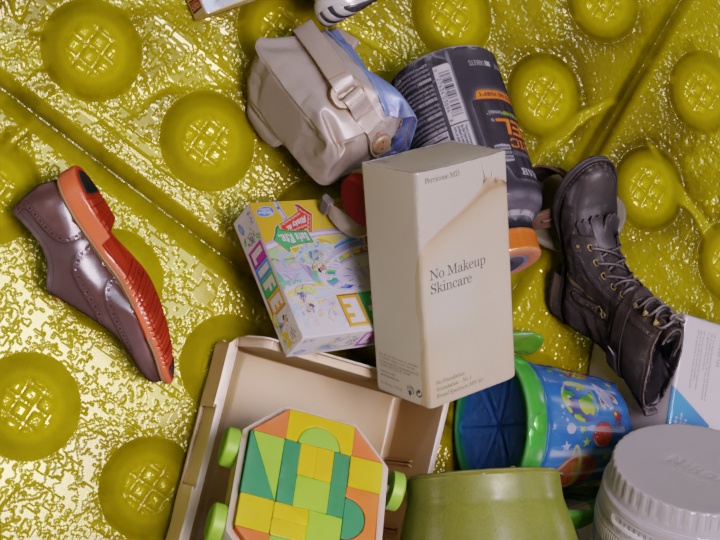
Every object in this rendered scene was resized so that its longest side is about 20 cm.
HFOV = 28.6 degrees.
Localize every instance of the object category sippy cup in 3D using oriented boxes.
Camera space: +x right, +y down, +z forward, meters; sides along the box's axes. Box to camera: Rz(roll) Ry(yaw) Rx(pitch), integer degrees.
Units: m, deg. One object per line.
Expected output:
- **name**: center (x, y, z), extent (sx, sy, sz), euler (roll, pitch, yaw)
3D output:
- **sippy cup**: center (0.175, 0.146, 1.317), extent (0.130, 0.139, 0.179), euler (5, 86, -26)

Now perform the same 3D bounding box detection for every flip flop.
- **flip flop**: center (0.174, -0.074, 1.373), extent (0.199, 0.058, 0.081), euler (23, 73, -19)

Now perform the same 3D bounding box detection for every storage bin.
- **storage bin**: center (-0.047, 0.176, 1.235), extent (0.198, 0.094, 0.201), euler (18, 80, -23)

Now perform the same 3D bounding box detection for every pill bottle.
- **pill bottle**: center (0.101, -0.093, 1.283), extent (0.106, 0.106, 0.201), euler (-8, 70, -25)

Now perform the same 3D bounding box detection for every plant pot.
- **plant pot**: center (0.107, 0.262, 1.169), extent (0.199, 0.200, 0.194), euler (1, 78, -25)

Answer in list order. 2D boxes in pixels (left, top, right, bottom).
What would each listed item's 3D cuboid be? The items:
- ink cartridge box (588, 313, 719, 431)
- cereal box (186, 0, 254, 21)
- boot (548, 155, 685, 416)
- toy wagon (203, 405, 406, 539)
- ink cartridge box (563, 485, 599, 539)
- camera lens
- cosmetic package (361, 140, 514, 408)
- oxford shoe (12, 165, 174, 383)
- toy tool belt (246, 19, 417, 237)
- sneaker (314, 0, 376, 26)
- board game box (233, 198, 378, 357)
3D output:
- **ink cartridge box**: center (0.342, 0.138, 1.390), extent (0.199, 0.146, 0.148), euler (16, 80, -24)
- **cereal box**: center (-0.121, -0.340, 1.264), extent (0.143, 0.039, 0.201), euler (-25, 98, -25)
- **boot**: center (0.246, 0.012, 1.307), extent (0.069, 0.174, 0.201), euler (-12, 121, -20)
- **toy wagon**: center (-0.044, 0.206, 1.118), extent (0.154, 0.040, 0.201), euler (16, 51, -11)
- **ink cartridge box**: center (0.161, 0.298, 1.329), extent (0.199, 0.084, 0.147), euler (-11, 92, -26)
- **camera lens**: center (0.276, 0.255, 1.223), extent (0.159, 0.160, 0.201), euler (-9, 118, -25)
- **cosmetic package**: center (0.067, 0.001, 1.181), extent (0.103, 0.073, 0.201), euler (-18, 112, -35)
- **oxford shoe**: center (-0.220, 0.014, 1.191), extent (0.072, 0.071, 0.201), euler (-26, 102, 5)
- **toy tool belt**: center (-0.003, -0.135, 1.245), extent (0.123, 0.125, 0.200), euler (-25, 63, -31)
- **sneaker**: center (0.005, -0.304, 1.273), extent (0.116, 0.075, 0.200), euler (61, 39, -10)
- **board game box**: center (0.000, 0.000, 1.249), extent (0.199, 0.034, 0.135), euler (-6, 62, -37)
